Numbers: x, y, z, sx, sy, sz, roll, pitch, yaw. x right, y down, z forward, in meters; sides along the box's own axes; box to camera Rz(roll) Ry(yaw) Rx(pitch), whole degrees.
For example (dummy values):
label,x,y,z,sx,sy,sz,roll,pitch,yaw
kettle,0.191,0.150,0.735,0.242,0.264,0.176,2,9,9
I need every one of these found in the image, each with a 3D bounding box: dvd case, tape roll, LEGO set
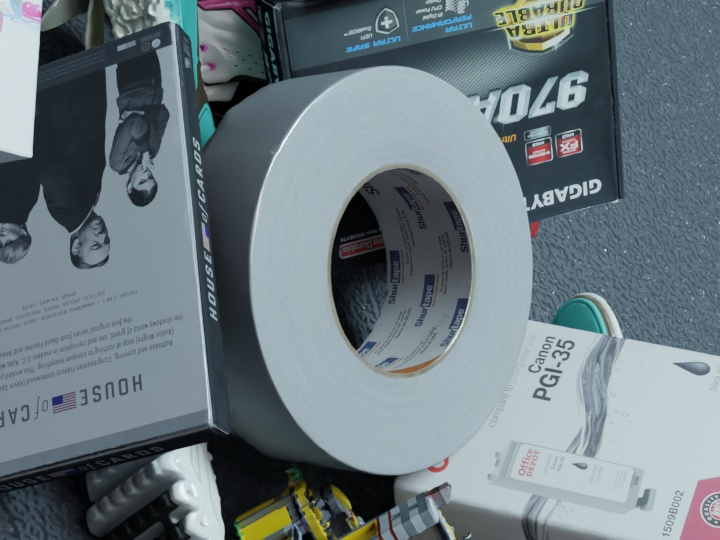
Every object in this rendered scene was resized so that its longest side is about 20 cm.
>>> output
label,x,y,z,sx,sy,sz,roll,pitch,yaw
dvd case,-0.139,-0.004,0.709,0.025,0.149,0.201,41,37,-62
tape roll,0.000,0.000,0.776,0.199,0.066,0.202,0,90,-44
LEGO set,0.029,0.174,0.720,0.201,0.115,0.154,62,3,1

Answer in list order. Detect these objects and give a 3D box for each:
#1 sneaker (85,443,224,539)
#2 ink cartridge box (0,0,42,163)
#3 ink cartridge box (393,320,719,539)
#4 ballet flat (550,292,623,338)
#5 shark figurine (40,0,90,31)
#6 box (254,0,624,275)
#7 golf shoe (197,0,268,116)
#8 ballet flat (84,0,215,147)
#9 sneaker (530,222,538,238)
label,x,y,z,sx,sy,sz,roll,pitch,yaw
sneaker,-0.098,0.084,0.747,0.081,0.075,0.201,-10,75,-53
ink cartridge box,-0.205,-0.107,0.700,0.068,0.115,0.202,12,78,-48
ink cartridge box,0.133,0.113,0.830,0.147,0.199,0.083,-59,150,-42
ballet flat,0.151,0.116,0.945,0.069,0.069,0.202,12,66,-35
shark figurine,-0.203,-0.219,0.822,0.214,0.089,0.129,34,82,-11
box,0.048,-0.097,0.872,0.199,0.046,0.160,-14,113,-16
golf shoe,-0.090,-0.140,0.872,0.199,0.072,0.093,34,50,-22
ballet flat,-0.110,-0.089,0.815,0.072,0.071,0.202,-24,116,-45
sneaker,0.055,-0.097,0.982,0.085,0.077,0.201,-23,93,-50
